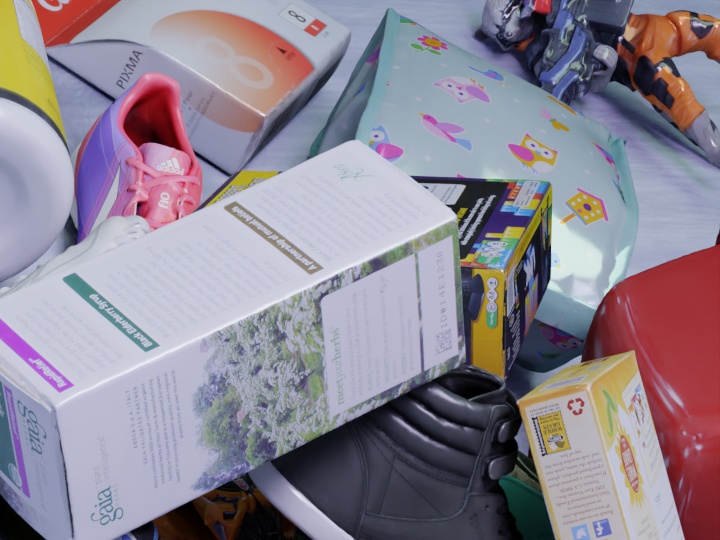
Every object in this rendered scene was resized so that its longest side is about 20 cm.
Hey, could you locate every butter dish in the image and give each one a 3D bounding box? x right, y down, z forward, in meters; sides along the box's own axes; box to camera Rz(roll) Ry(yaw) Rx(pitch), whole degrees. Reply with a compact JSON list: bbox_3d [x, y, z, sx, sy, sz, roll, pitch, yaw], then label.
[{"bbox_3d":[0.155,0.090,1.500,0.147,0.200,0.200,-5,39,-13],"label":"butter dish"}]

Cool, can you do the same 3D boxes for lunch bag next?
[{"bbox_3d":[0.057,-0.033,1.627,0.170,0.122,0.200,27,23,-9],"label":"lunch bag"}]

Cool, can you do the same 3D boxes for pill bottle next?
[{"bbox_3d":[-0.207,-0.089,1.473,0.112,0.112,0.200,15,32,-26],"label":"pill bottle"}]

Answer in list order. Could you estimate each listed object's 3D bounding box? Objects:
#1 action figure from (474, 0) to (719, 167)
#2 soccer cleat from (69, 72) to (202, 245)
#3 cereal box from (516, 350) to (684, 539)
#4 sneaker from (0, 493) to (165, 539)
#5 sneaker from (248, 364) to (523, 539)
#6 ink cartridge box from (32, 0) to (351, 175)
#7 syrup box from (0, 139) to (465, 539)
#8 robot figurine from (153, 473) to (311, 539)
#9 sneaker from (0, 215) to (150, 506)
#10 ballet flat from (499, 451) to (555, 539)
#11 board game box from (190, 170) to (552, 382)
[{"bbox_3d":[0.159,-0.124,1.933,0.193,0.105,0.200,26,55,6],"label":"action figure"},{"bbox_3d":[-0.106,-0.019,1.496,0.068,0.073,0.200,18,33,-24],"label":"soccer cleat"},{"bbox_3d":[0.122,0.142,1.338,0.144,0.039,0.201,-14,90,-77],"label":"cereal box"},{"bbox_3d":[-0.111,0.149,1.210,0.078,0.089,0.200,-4,43,-44],"label":"sneaker"},{"bbox_3d":[0.056,0.107,1.314,0.200,0.099,0.071,37,10,-19],"label":"sneaker"},{"bbox_3d":[-0.116,-0.150,1.723,0.200,0.050,0.162,35,28,2],"label":"ink cartridge box"},{"bbox_3d":[-0.059,0.029,1.228,0.199,0.079,0.081,-25,40,-26],"label":"syrup box"},{"bbox_3d":[-0.026,0.151,1.318,0.200,0.058,0.145,44,26,22],"label":"robot figurine"},{"bbox_3d":[-0.153,0.032,1.364,0.081,0.075,0.200,19,38,10],"label":"sneaker"},{"bbox_3d":[0.051,0.105,1.461,0.200,0.068,0.068,46,-10,14],"label":"ballet flat"},{"bbox_3d":[0.000,0.000,1.426,0.164,0.057,0.200,1,13,10],"label":"board game box"}]
